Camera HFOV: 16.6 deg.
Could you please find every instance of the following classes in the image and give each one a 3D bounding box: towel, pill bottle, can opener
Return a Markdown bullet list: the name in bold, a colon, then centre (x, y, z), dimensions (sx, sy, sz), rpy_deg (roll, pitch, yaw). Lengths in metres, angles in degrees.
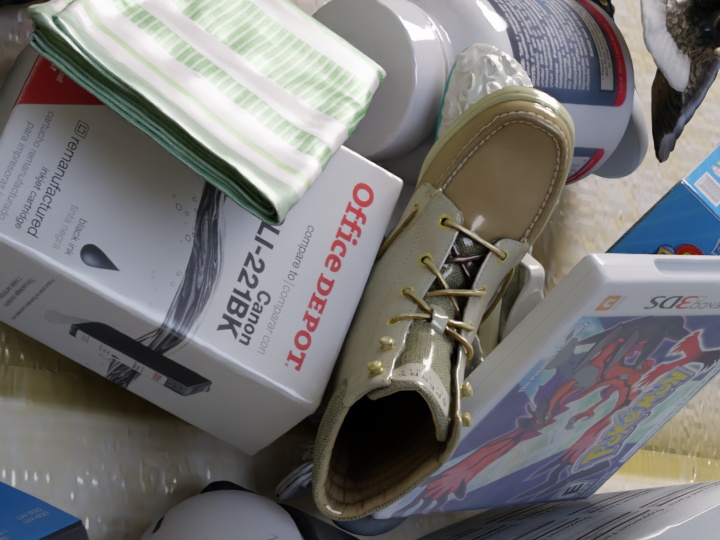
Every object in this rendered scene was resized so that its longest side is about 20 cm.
- **towel**: centre (-0.070, -0.105, 1.210), dimensions (0.152, 0.023, 0.200), rpy_deg (37, 26, -1)
- **pill bottle**: centre (0.056, -0.107, 1.404), dimensions (0.200, 0.119, 0.120), rpy_deg (-1, 82, -52)
- **can opener**: centre (0.028, 0.106, 1.377), dimensions (0.200, 0.053, 0.067), rpy_deg (-15, 71, -53)

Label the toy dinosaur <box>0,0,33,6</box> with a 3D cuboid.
- **toy dinosaur**: centre (-0.167, -0.172, 1.260), dimensions (0.200, 0.047, 0.088), rpy_deg (-5, 99, -46)

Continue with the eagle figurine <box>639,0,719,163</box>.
- **eagle figurine**: centre (0.199, -0.153, 1.464), dimensions (0.151, 0.200, 0.152), rpy_deg (29, 74, -22)

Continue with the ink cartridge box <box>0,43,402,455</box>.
- **ink cartridge box**: centre (-0.096, -0.021, 1.229), dimensions (0.200, 0.084, 0.145), rpy_deg (30, 60, -16)

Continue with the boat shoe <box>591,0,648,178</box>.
- **boat shoe**: centre (0.136, -0.160, 1.544), dimensions (0.200, 0.071, 0.091), rpy_deg (59, 45, -20)

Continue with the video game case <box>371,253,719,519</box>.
- **video game case**: centre (0.120, 0.061, 1.293), dimensions (0.182, 0.200, 0.023), rpy_deg (0, 51, -46)

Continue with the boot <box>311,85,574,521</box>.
- **boot**: centre (0.040, 0.017, 1.211), dimensions (0.072, 0.200, 0.155), rpy_deg (30, 27, -10)

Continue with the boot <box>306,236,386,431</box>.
- **boot**: centre (0.000, 0.000, 1.380), dimensions (0.200, 0.070, 0.146), rpy_deg (-22, 90, -52)

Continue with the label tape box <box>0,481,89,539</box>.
- **label tape box**: centre (-0.188, 0.175, 1.151), dimensions (0.143, 0.066, 0.200), rpy_deg (-22, 99, -45)

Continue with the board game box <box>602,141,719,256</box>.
- **board game box**: centre (0.167, 0.002, 1.417), dimensions (0.056, 0.196, 0.200), rpy_deg (45, 31, 4)

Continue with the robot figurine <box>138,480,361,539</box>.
- **robot figurine**: centre (-0.035, 0.190, 1.263), dimensions (0.200, 0.150, 0.125), rpy_deg (30, 82, -38)

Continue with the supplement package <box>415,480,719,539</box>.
- **supplement package**: centre (0.134, 0.229, 1.366), dimensions (0.147, 0.200, 0.192), rpy_deg (-17, 94, -45)

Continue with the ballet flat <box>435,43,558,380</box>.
- **ballet flat**: centre (0.077, -0.019, 1.318), dimensions (0.072, 0.072, 0.200), rpy_deg (-7, 106, -46)
